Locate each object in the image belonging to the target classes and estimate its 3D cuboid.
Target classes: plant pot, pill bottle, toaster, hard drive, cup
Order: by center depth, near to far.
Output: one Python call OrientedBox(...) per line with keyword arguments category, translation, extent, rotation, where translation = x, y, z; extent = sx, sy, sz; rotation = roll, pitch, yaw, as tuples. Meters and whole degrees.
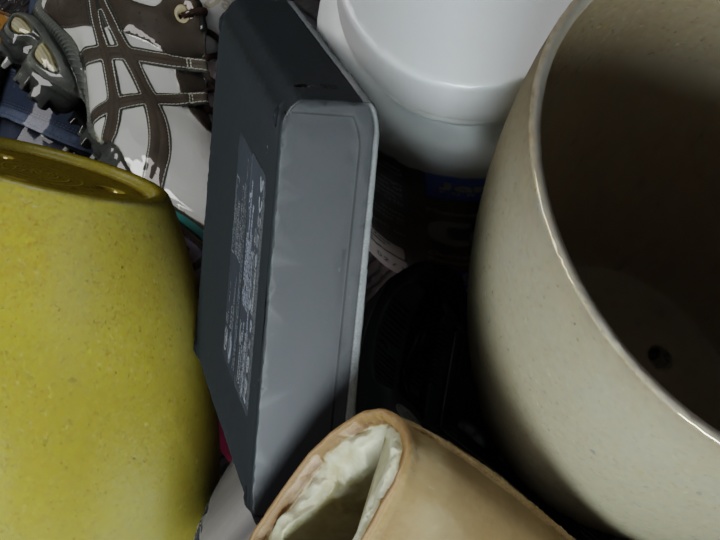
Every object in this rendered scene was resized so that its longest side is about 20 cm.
OrientedBox(category="cup", translation=(0.113, 0.013, 0.996), extent=(0.143, 0.199, 0.201), rotation=(132, 149, -52))
OrientedBox(category="hard drive", translation=(-0.029, -0.008, 1.016), extent=(0.200, 0.033, 0.140), rotation=(-121, 35, -74))
OrientedBox(category="toaster", translation=(0.012, 0.088, 1.087), extent=(0.129, 0.114, 0.200), rotation=(-45, 15, 23))
OrientedBox(category="pill bottle", translation=(0.041, -0.073, 1.099), extent=(0.113, 0.200, 0.114), rotation=(-1, 72, 2))
OrientedBox(category="plant pot", translation=(-0.137, 0.028, 1.144), extent=(0.200, 0.199, 0.143), rotation=(28, 106, 55))

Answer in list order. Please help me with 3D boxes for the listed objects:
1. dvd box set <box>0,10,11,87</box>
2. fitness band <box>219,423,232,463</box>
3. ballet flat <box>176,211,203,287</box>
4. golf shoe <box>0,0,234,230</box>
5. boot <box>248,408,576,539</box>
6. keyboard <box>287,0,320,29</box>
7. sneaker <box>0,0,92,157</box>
OrientedBox(category="dvd box set", translation=(-0.216, -0.017, 1.465), extent=(0.146, 0.029, 0.201), rotation=(112, 177, -74))
OrientedBox(category="fitness band", translation=(0.000, 0.000, 1.250), extent=(0.143, 0.037, 0.201), rotation=(-9, 57, 48))
OrientedBox(category="ballet flat", translation=(-0.104, 0.032, 1.278), extent=(0.200, 0.072, 0.072), rotation=(133, 156, -70))
OrientedBox(category="golf shoe", translation=(-0.077, -0.074, 1.285), extent=(0.095, 0.078, 0.200), rotation=(-47, 57, 5))
OrientedBox(category="boot", translation=(0.025, 0.152, 0.965), extent=(0.176, 0.200, 0.066), rotation=(-58, 39, 2))
OrientedBox(category="keyboard", translation=(0.001, -0.104, 1.208), extent=(0.056, 0.200, 0.011), rotation=(-26, 81, 8))
OrientedBox(category="sneaker", translation=(-0.094, -0.081, 1.394), extent=(0.202, 0.077, 0.147), rotation=(17, 87, 46))
